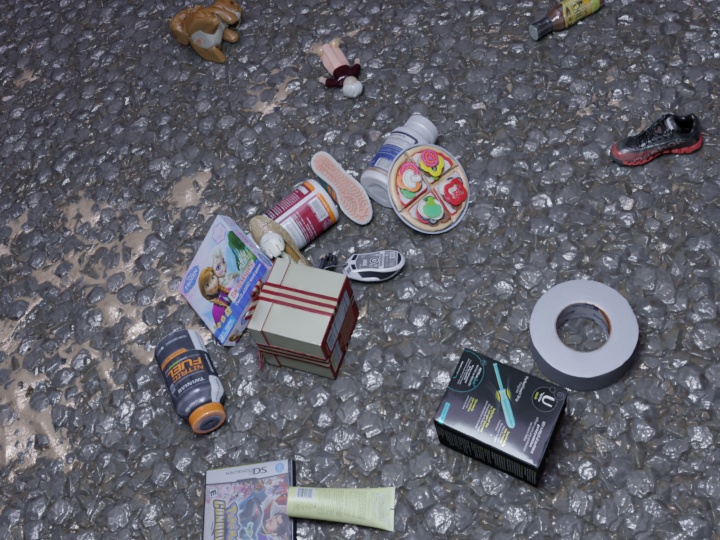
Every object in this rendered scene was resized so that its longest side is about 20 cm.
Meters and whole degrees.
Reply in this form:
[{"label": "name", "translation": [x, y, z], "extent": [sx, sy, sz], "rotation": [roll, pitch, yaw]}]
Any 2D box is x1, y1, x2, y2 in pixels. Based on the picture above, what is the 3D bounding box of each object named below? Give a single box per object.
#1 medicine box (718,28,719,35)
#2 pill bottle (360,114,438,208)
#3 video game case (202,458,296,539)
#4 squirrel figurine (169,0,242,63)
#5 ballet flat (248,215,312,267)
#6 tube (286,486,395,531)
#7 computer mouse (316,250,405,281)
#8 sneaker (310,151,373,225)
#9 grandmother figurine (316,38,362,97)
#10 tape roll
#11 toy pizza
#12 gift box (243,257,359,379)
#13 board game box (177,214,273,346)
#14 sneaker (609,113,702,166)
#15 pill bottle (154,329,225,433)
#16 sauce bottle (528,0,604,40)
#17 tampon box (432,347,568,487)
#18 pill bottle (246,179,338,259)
[{"label": "medicine box", "translation": [0.949, -0.556, 1.652], "extent": [0.180, 0.103, 0.202], "rotation": [-29, 58, -5]}, {"label": "pill bottle", "translation": [0.094, -0.251, 1.676], "extent": [0.110, 0.112, 0.202], "rotation": [24, 68, 25]}, {"label": "video game case", "translation": [-0.207, 0.462, 1.374], "extent": [0.177, 0.026, 0.204], "rotation": [-9, 58, 8]}, {"label": "squirrel figurine", "translation": [-0.427, -0.702, 2.065], "extent": [0.196, 0.143, 0.189], "rotation": [10, 56, 16]}, {"label": "ballet flat", "translation": [-0.160, -0.033, 1.564], "extent": [0.070, 0.200, 0.065], "rotation": [-40, 19, 10]}, {"label": "tube", "translation": [-0.035, 0.426, 1.337], "extent": [0.195, 0.052, 0.059], "rotation": [3, 101, 0]}, {"label": "computer mouse", "translation": [0.000, 0.000, 1.583], "extent": [0.195, 0.045, 0.111], "rotation": [-4, 37, 10]}, {"label": "sneaker", "translation": [-0.036, -0.185, 1.697], "extent": [0.071, 0.080, 0.201], "rotation": [-38, 79, 2]}, {"label": "grandmother figurine", "translation": [-0.051, -0.512, 1.902], "extent": [0.120, 0.061, 0.202], "rotation": [-33, 54, 3]}, {"label": "tape roll", "translation": [0.420, 0.121, 1.400], "extent": [0.196, 0.067, 0.204], "rotation": [-7, 58, 11]}, {"label": "toy pizza", "translation": [0.152, -0.181, 1.605], "extent": [0.196, 0.032, 0.205], "rotation": [4, 78, -18]}, {"label": "gift box", "translation": [-0.126, 0.104, 1.476], "extent": [0.183, 0.186, 0.202], "rotation": [13, 57, 18]}, {"label": "board game box", "translation": [-0.290, 0.020, 1.593], "extent": [0.199, 0.041, 0.202], "rotation": [42, 108, 31]}, {"label": "sneaker", "translation": [0.629, -0.283, 1.571], "extent": [0.196, 0.098, 0.072], "rotation": [-13, 59, 7]}, {"label": "pill bottle", "translation": [-0.340, 0.228, 1.500], "extent": [0.105, 0.107, 0.201], "rotation": [-30, 58, -5]}, {"label": "sauce bottle", "translation": [0.510, -0.636, 1.833], "extent": [0.198, 0.065, 0.065], "rotation": [-32, 57, -4]}, {"label": "tampon box", "translation": [0.251, 0.263, 1.320], "extent": [0.197, 0.127, 0.152], "rotation": [21, 67, 23]}, {"label": "pill bottle", "translation": [-0.154, -0.102, 1.647], "extent": [0.199, 0.114, 0.113], "rotation": [-38, 58, -10]}]
